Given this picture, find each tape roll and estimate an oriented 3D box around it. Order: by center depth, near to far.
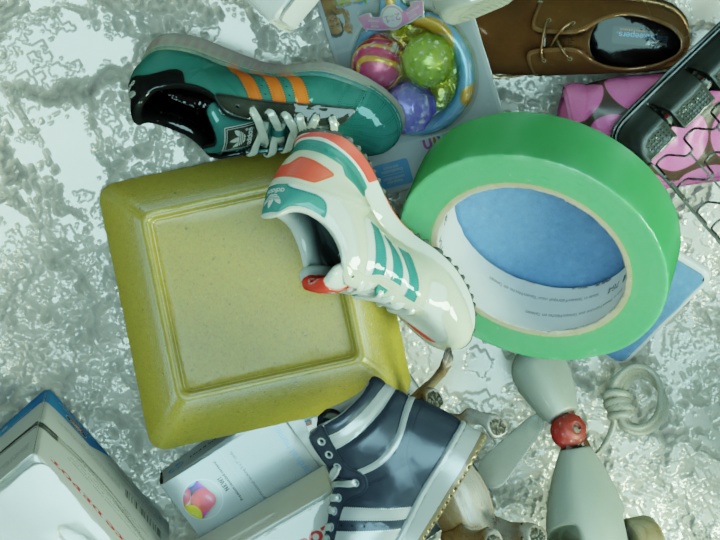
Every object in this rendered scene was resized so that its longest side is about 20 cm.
[{"bbox_3d":[0.127,-0.022,1.668,0.199,0.048,0.201,12,136,12],"label":"tape roll"}]

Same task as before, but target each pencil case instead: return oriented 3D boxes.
[{"bbox_3d":[0.242,-0.100,1.711,0.198,0.091,0.094,-8,84,-4],"label":"pencil case"}]

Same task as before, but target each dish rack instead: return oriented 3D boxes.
[{"bbox_3d":[0.294,-0.073,1.656,0.153,0.055,0.200,-43,103,1],"label":"dish rack"}]

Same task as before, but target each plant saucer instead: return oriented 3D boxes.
[{"bbox_3d":[-0.078,0.013,1.699,0.198,0.048,0.201,-12,87,0],"label":"plant saucer"}]

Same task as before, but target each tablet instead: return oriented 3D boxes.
[{"bbox_3d":[0.144,-0.013,1.718,0.199,0.014,0.130,30,137,-9],"label":"tablet"}]

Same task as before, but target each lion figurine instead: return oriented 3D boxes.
[{"bbox_3d":[0.068,0.161,1.707,0.072,0.122,0.201,-13,85,-27],"label":"lion figurine"}]

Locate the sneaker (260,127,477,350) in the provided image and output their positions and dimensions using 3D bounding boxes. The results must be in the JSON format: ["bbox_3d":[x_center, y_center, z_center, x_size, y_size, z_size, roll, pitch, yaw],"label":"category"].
[{"bbox_3d":[0.000,0.000,1.642,0.200,0.070,0.094,52,53,-23],"label":"sneaker"}]

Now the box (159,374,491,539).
[{"bbox_3d":[-0.026,0.160,1.757,0.200,0.041,0.156,-36,101,1],"label":"box"}]

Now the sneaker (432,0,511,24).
[{"bbox_3d":[0.126,-0.244,1.660,0.199,0.075,0.085,-20,83,-33],"label":"sneaker"}]

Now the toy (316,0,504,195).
[{"bbox_3d":[0.028,-0.157,1.686,0.114,0.047,0.201,-13,99,24],"label":"toy"}]

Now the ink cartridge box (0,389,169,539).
[{"bbox_3d":[-0.211,0.183,1.665,0.084,0.200,0.145,-40,100,3],"label":"ink cartridge box"}]

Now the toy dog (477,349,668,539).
[{"bbox_3d":[0.155,0.164,1.745,0.131,0.096,0.201,12,64,-18],"label":"toy dog"}]

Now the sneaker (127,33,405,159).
[{"bbox_3d":[-0.070,-0.108,1.668,0.199,0.080,0.072,13,134,6],"label":"sneaker"}]

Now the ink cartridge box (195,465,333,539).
[{"bbox_3d":[-0.033,0.268,1.713,0.146,0.086,0.201,-29,100,0],"label":"ink cartridge box"}]

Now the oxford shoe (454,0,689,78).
[{"bbox_3d":[0.141,-0.173,1.696,0.198,0.071,0.072,-2,102,5],"label":"oxford shoe"}]

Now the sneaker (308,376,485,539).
[{"bbox_3d":[-0.009,0.169,1.625,0.108,0.070,0.201,33,98,-1],"label":"sneaker"}]

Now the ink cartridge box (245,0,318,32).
[{"bbox_3d":[-0.080,-0.284,1.628,0.200,0.084,0.146,42,95,6],"label":"ink cartridge box"}]
